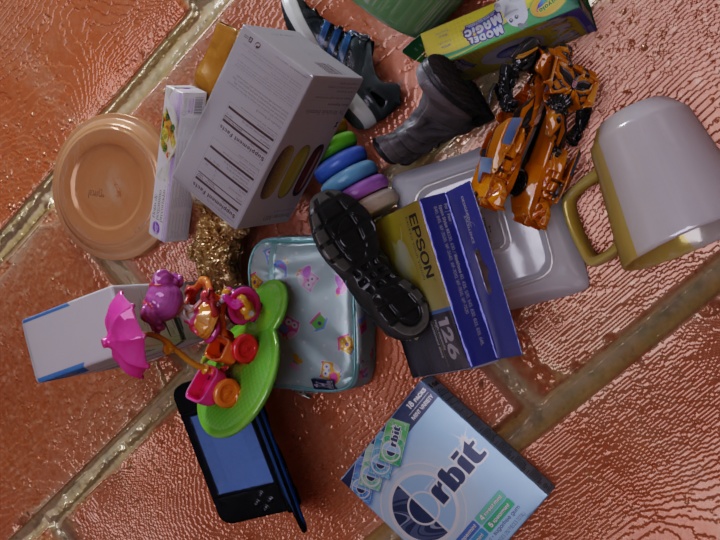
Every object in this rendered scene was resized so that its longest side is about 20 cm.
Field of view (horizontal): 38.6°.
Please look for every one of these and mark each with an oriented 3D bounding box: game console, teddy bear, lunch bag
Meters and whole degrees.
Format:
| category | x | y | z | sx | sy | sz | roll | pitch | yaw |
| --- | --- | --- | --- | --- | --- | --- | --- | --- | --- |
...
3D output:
| category | x | y | z | sx | sy | sz | roll | pitch | yaw |
| --- | --- | --- | --- | --- | --- | --- | --- | --- | --- |
| game console | -0.154 | 0.232 | 1.285 | 0.170 | 0.118 | 0.201 | -17 | 96 | 21 |
| teddy bear | -0.183 | -0.036 | 1.300 | 0.067 | 0.145 | 0.201 | 2 | 102 | -22 |
| lunch bag | -0.064 | 0.056 | 1.275 | 0.160 | 0.077 | 0.201 | 2 | 94 | 21 |

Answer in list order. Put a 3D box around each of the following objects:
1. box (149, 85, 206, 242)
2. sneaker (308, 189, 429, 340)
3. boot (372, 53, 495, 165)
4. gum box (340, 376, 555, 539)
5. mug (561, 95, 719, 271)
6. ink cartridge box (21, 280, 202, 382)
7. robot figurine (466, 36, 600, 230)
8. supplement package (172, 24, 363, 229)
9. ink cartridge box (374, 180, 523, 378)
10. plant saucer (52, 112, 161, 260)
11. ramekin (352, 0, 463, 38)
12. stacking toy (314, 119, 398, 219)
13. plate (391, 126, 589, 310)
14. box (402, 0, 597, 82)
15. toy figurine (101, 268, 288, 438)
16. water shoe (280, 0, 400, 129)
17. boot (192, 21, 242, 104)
| category | x | y | z | sx | sy | sz | roll | pitch | yaw |
| --- | --- | --- | --- | --- | --- | --- | --- | --- | --- |
| box | -0.234 | -0.136 | 1.315 | 0.039 | 0.041 | 0.201 | 28 | 117 | 40 |
| sneaker | 0.000 | 0.000 | 1.182 | 0.075 | 0.079 | 0.200 | -31 | 84 | -16 |
| boot | 0.069 | -0.165 | 1.146 | 0.131 | 0.200 | 0.070 | -30 | 74 | 16 |
| gum box | 0.102 | 0.257 | 1.241 | 0.200 | 0.045 | 0.170 | 42 | 107 | 15 |
| mug | 0.303 | -0.091 | 1.093 | 0.186 | 0.149 | 0.154 | -24 | 77 | 12 |
| ink cartridge box | -0.301 | 0.075 | 1.304 | 0.144 | 0.200 | 0.084 | -19 | 84 | 21 |
| robot figurine | 0.196 | -0.152 | 1.125 | 0.058 | 0.145 | 0.201 | 26 | 96 | 54 |
| supplement package | -0.106 | -0.161 | 1.173 | 0.109 | 0.114 | 0.200 | 39 | 115 | 20 |
| ink cartridge box | 0.088 | 0.019 | 1.171 | 0.200 | 0.047 | 0.198 | -25 | 80 | 66 |
| plant saucer | -0.336 | -0.113 | 1.395 | 0.200 | 0.032 | 0.201 | 1 | 94 | 22 |
| ramekin | 0.036 | -0.352 | 1.152 | 0.200 | 0.200 | 0.098 | 46 | 115 | 13 |
| stacking toy | -0.036 | -0.150 | 1.242 | 0.085 | 0.085 | 0.200 | -31 | 85 | 20 |
| plate | 0.146 | -0.046 | 1.213 | 0.200 | 0.032 | 0.200 | -17 | 88 | 21 |
| box | 0.155 | -0.262 | 1.150 | 0.200 | 0.117 | 0.049 | -17 | 84 | 22 |
| toy figurine | -0.197 | 0.066 | 1.165 | 0.150 | 0.184 | 0.200 | 10 | 73 | 53 |
| water shoe | -0.023 | -0.266 | 1.256 | 0.079 | 0.072 | 0.200 | -32 | 82 | -5 |
| boot | -0.127 | -0.220 | 1.285 | 0.201 | 0.071 | 0.144 | 31 | 108 | 22 |
